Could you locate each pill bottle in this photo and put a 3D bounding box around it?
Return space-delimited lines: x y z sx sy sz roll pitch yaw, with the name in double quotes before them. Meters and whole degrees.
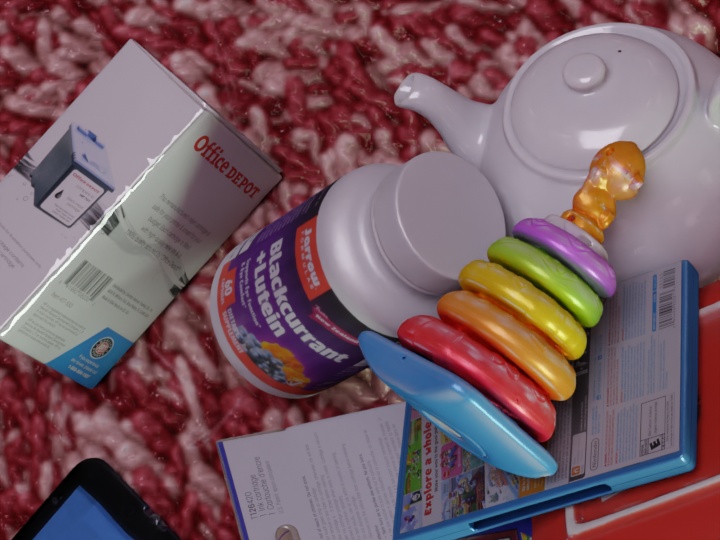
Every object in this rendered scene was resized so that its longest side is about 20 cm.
"pill bottle" 0.000 0.000 1.541 0.200 0.111 0.112 -31 62 50

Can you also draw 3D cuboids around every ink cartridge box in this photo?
"ink cartridge box" -0.165 -0.034 1.636 0.086 0.146 0.200 41 90 25
"ink cartridge box" 0.030 0.171 1.509 0.198 0.047 0.199 -13 54 -7

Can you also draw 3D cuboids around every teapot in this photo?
"teapot" 0.159 -0.081 1.519 0.199 0.146 0.198 -35 52 -6

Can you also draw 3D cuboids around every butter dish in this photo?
"butter dish" 0.212 0.123 1.473 0.198 0.148 0.201 -23 43 27

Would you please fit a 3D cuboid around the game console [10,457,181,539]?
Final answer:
"game console" -0.201 0.238 1.596 0.119 0.172 0.200 40 91 -3

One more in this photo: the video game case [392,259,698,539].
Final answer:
"video game case" 0.110 0.082 1.471 0.199 0.018 0.144 -20 45 30

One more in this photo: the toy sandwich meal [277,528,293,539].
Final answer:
"toy sandwich meal" 0.001 0.221 1.554 0.204 0.070 0.207 -5 74 17

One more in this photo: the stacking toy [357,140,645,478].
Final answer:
"stacking toy" 0.104 0.009 1.430 0.201 0.110 0.116 -55 36 -8
